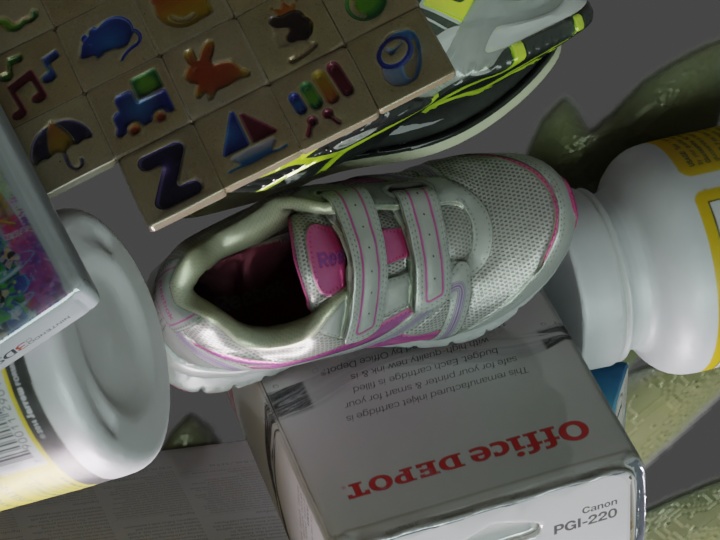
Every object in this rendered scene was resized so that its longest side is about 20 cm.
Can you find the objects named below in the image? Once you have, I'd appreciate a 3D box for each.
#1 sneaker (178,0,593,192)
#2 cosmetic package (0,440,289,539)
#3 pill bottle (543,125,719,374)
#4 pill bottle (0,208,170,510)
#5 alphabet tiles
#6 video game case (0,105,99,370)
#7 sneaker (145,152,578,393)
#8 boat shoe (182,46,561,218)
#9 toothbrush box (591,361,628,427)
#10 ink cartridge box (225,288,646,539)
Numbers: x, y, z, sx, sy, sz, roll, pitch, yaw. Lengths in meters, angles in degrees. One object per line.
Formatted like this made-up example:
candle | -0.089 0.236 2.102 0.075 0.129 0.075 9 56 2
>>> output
sneaker | 0.000 -0.093 1.133 0.199 0.077 0.075 -27 178 -30
cosmetic package | -0.112 0.149 1.284 0.199 0.151 0.052 -6 120 -19
pill bottle | 0.183 -0.015 1.310 0.199 0.113 0.113 -13 132 -13
pill bottle | -0.188 0.052 1.122 0.199 0.112 0.111 -15 137 18
alphabet tiles | -0.085 -0.097 1.088 0.199 0.168 0.008 -27 155 -1
video game case | -0.217 -0.017 1.071 0.182 0.200 0.024 -33 152 5
sneaker | 0.000 0.000 1.173 0.199 0.082 0.088 -20 173 -4
boat shoe | -0.007 -0.085 1.191 0.200 0.074 0.063 -19 133 -9
toothbrush box | 0.069 0.155 1.335 0.085 0.200 0.147 10 131 14
ink cartridge box | 0.026 0.066 1.246 0.145 0.200 0.085 -15 133 -12
